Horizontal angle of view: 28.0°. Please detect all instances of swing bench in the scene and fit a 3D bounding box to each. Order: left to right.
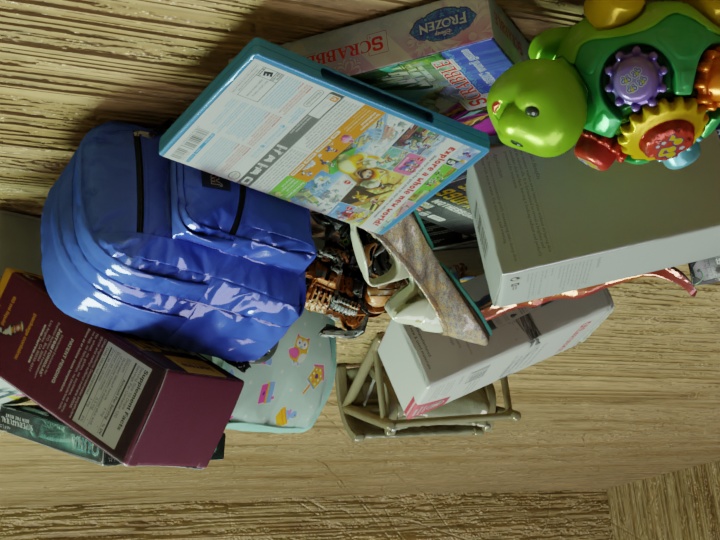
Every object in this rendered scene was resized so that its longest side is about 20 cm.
[{"bbox_3d":[0.089,0.172,2.014,0.198,0.130,0.200,-1,164,-19],"label":"swing bench"}]

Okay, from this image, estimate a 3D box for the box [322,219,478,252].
[{"bbox_3d":[0.052,-0.018,1.506,0.199,0.035,0.110,-11,164,16],"label":"box"}]

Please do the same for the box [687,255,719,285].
[{"bbox_3d":[0.347,-0.056,1.265,0.136,0.040,0.200,-10,-155,12],"label":"box"}]

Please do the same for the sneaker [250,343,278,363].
[{"bbox_3d":[-0.145,0.003,1.300,0.066,0.200,0.091,-44,178,-4],"label":"sneaker"}]

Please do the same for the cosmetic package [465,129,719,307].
[{"bbox_3d":[0.192,-0.053,1.151,0.199,0.113,0.081,-11,159,-3],"label":"cosmetic package"}]

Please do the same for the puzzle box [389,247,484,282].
[{"bbox_3d":[0.097,0.008,1.504,0.199,0.026,0.133,-5,164,-4],"label":"puzzle box"}]

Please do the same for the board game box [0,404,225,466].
[{"bbox_3d":[-0.242,0.155,1.387,0.135,0.028,0.200,3,-178,-41],"label":"board game box"}]

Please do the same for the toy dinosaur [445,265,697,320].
[{"bbox_3d":[0.155,0.000,1.248,0.182,0.200,0.105,-46,133,14],"label":"toy dinosaur"}]

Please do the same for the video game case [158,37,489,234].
[{"bbox_3d":[-0.027,-0.092,1.052,0.199,0.018,0.143,19,144,-28],"label":"video game case"}]

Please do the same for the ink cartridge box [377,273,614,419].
[{"bbox_3d":[0.127,0.056,1.390,0.199,0.085,0.146,-21,166,-12],"label":"ink cartridge box"}]

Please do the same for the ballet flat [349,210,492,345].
[{"bbox_3d":[0.040,0.002,1.214,0.067,0.200,0.068,-37,-153,-6],"label":"ballet flat"}]

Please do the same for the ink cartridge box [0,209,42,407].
[{"bbox_3d":[-0.357,0.047,1.377,0.199,0.146,0.144,-16,162,34],"label":"ink cartridge box"}]

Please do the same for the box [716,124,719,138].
[{"bbox_3d":[0.292,-0.130,1.218,0.121,0.033,0.200,-8,163,7],"label":"box"}]

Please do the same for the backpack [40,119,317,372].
[{"bbox_3d":[-0.146,-0.040,1.151,0.199,0.163,0.168,13,137,-27],"label":"backpack"}]

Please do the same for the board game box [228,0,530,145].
[{"bbox_3d":[0.034,-0.132,1.089,0.199,0.041,0.200,-12,163,21],"label":"board game box"}]

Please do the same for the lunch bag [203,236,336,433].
[{"bbox_3d":[-0.110,0.059,1.404,0.122,0.201,0.170,-8,167,33],"label":"lunch bag"}]

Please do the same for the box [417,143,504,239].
[{"bbox_3d":[0.137,-0.081,1.297,0.158,0.049,0.200,-16,162,31],"label":"box"}]

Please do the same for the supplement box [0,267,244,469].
[{"bbox_3d":[-0.212,0.082,1.198,0.200,0.086,0.110,28,-175,30],"label":"supplement box"}]

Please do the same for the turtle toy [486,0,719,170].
[{"bbox_3d":[0.180,-0.125,1.003,0.199,0.101,0.146,-2,147,-16],"label":"turtle toy"}]

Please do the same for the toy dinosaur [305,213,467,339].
[{"bbox_3d":[0.000,0.000,1.368,0.199,0.136,0.102,9,158,-41],"label":"toy dinosaur"}]
